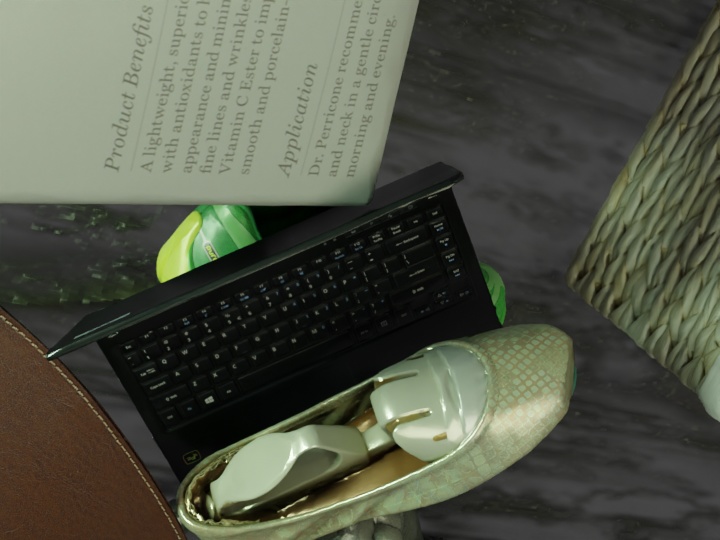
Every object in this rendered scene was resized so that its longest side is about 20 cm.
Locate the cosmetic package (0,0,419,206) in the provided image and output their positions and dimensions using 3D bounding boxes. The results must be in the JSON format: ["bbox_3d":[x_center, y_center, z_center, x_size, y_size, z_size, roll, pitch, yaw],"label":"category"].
[{"bbox_3d":[-0.098,-0.129,0.680,0.199,0.165,0.166,0,114,-34],"label":"cosmetic package"}]

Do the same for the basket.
[{"bbox_3d":[0.253,-0.013,0.973,0.197,0.161,0.201,19,103,-39],"label":"basket"}]

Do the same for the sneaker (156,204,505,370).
[{"bbox_3d":[0.000,0.000,0.872,0.199,0.074,0.084,9,123,-36],"label":"sneaker"}]

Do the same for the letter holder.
[{"bbox_3d":[-0.184,0.088,0.788,0.142,0.100,0.201,-41,130,-10],"label":"letter holder"}]

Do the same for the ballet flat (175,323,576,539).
[{"bbox_3d":[0.006,0.079,0.808,0.199,0.068,0.062,-29,150,14],"label":"ballet flat"}]

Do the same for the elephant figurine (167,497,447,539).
[{"bbox_3d":[0.016,0.167,0.935,0.142,0.154,0.201,-48,126,-31],"label":"elephant figurine"}]

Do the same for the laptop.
[{"bbox_3d":[-0.023,0.035,0.779,0.176,0.104,0.201,-22,132,1],"label":"laptop"}]
